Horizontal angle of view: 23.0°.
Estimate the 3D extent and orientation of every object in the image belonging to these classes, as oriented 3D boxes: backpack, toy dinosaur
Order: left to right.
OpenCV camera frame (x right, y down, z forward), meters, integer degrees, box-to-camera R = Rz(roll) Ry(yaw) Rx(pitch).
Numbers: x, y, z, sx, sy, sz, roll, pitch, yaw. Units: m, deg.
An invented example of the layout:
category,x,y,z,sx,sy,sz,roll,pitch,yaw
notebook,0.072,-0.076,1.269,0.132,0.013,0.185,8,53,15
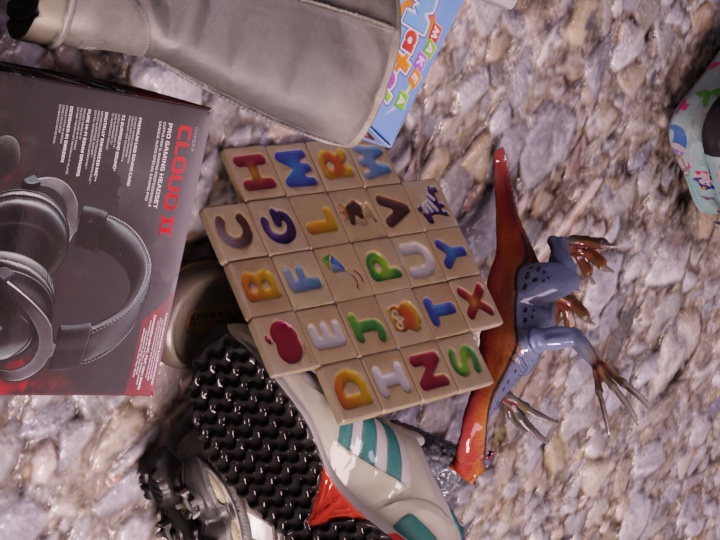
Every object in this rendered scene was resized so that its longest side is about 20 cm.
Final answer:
category,x,y,z,sx,sy,sz,roll,pitch,yaw
toy dinosaur,0.089,0.046,1.108,0.181,0.200,0.105,-29,158,-45
backpack,0.336,-0.089,1.340,0.178,0.150,0.201,-51,130,-19

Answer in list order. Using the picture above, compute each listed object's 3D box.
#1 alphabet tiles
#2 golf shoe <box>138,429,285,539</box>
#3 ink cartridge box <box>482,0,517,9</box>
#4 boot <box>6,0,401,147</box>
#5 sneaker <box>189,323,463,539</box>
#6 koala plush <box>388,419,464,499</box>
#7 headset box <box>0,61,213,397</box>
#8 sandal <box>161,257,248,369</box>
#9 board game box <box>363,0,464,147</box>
category,x,y,z,sx,sy,sz,roll,pitch,yaw
alphabet tiles,0.000,0.000,1.006,0.199,0.006,0.168,-10,71,-47
golf shoe,-0.059,0.173,1.036,0.094,0.077,0.202,-36,130,-36
ink cartridge box,0.089,-0.243,0.937,0.202,0.057,0.162,-65,161,10
boot,-0.063,-0.165,0.856,0.198,0.072,0.184,10,97,-30
sneaker,-0.014,0.103,0.987,0.200,0.070,0.093,50,32,-5
koala plush,0.075,0.222,1.084,0.178,0.198,0.185,-65,162,-49
headset box,-0.162,-0.021,0.837,0.199,0.077,0.151,6,100,-49
sandal,-0.038,0.020,1.016,0.199,0.054,0.083,-5,109,-49
board game box,-0.010,-0.183,0.984,0.200,0.036,0.152,39,74,-48
